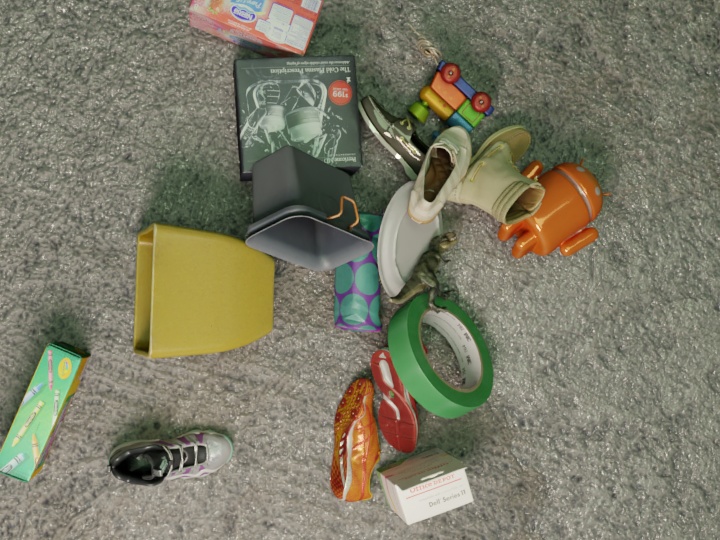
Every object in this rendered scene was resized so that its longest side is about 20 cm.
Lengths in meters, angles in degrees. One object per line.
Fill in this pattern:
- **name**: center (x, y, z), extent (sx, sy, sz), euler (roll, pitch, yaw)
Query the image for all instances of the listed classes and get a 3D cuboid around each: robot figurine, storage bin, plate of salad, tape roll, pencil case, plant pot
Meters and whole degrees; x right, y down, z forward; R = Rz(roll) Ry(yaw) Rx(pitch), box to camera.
- **robot figurine**: center (0.325, -0.106, 1.626), extent (0.199, 0.144, 0.117), euler (-35, 129, -9)
- **storage bin**: center (-0.077, -0.102, 1.477), extent (0.144, 0.199, 0.136), euler (-23, 65, 32)
- **plate of salad**: center (0.076, -0.047, 1.572), extent (0.048, 0.199, 0.203), euler (10, 84, 34)
- **tape roll**: center (0.131, 0.136, 1.553), extent (0.199, 0.048, 0.202), euler (28, 45, -32)
- **pencil case**: center (0.000, 0.000, 1.582), extent (0.084, 0.092, 0.203), euler (1, 87, 35)
- **plant pot**: center (-0.241, 0.036, 1.495), extent (0.197, 0.195, 0.197), euler (3, 87, -21)

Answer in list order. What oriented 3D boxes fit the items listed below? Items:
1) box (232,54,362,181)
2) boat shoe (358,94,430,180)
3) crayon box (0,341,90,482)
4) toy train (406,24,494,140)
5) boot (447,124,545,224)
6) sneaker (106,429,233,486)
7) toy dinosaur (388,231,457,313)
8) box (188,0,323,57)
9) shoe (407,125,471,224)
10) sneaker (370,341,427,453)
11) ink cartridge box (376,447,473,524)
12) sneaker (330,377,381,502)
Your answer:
- **box**: center (-0.104, -0.247, 1.567), extent (0.197, 0.104, 0.185), euler (-5, 89, -9)
- **boat shoe**: center (0.074, -0.219, 1.604), extent (0.060, 0.072, 0.202), euler (-37, 100, 22)
- **crayon box**: center (-0.485, 0.213, 1.473), extent (0.058, 0.119, 0.202), euler (23, 84, -7)
- **toy train**: center (0.120, -0.302, 1.625), extent (0.200, 0.085, 0.116), euler (42, 95, -5)
- **boot**: center (0.251, -0.158, 1.584), extent (0.199, 0.155, 0.073), euler (-36, 133, -25)
- **sneaker**: center (-0.294, 0.298, 1.489), extent (0.197, 0.140, 0.079), euler (-9, 88, -9)
- **toy dinosaur**: center (0.112, 0.021, 1.545), extent (0.088, 0.047, 0.200), euler (51, 47, -13)
- **box**: center (-0.171, -0.420, 1.568), extent (0.198, 0.095, 0.104), euler (20, 84, -8)
- **shoe**: center (0.133, -0.162, 1.534), extent (0.069, 0.054, 0.201), euler (22, 59, 7)
- **sneaker**: center (0.084, 0.195, 1.591), extent (0.115, 0.078, 0.202), euler (-39, 131, -45)
- **ink cartridge box**: center (0.104, 0.343, 1.524), extent (0.116, 0.200, 0.068), euler (-17, 90, -9)
- **sneaker**: center (-0.002, 0.278, 1.587), extent (0.076, 0.073, 0.203), euler (10, 88, -32)
